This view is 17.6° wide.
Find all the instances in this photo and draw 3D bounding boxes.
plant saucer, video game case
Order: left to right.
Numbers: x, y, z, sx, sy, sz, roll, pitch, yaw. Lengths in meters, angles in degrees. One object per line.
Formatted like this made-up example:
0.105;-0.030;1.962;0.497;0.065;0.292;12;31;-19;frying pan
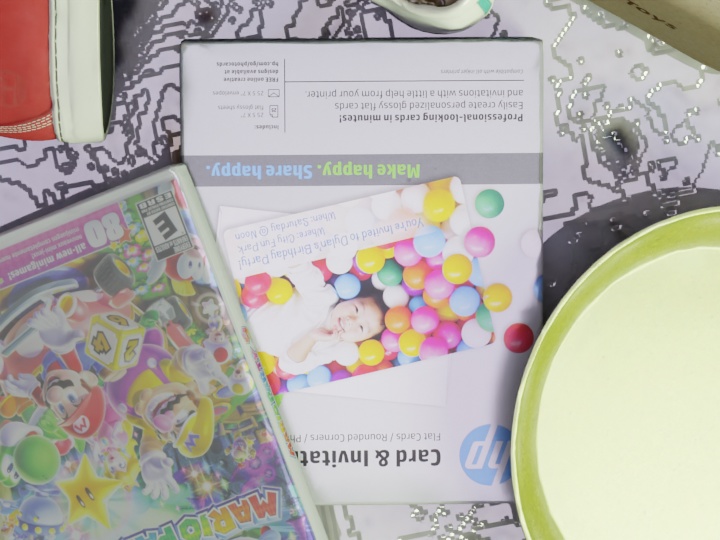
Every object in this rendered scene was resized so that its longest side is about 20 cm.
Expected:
-0.103;0.072;0.990;0.143;0.018;0.200;-21;91;16;video game case
0.153;0.070;1.005;0.200;0.031;0.200;-2;96;-17;plant saucer

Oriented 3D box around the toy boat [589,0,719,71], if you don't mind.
0.129;-0.172;0.948;0.200;0.131;0.131;28;88;-6;toy boat

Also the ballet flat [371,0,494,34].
-0.027;-0.164;0.971;0.200;0.069;0.069;31;94;-5;ballet flat

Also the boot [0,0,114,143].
-0.174;-0.150;0.952;0.144;0.072;0.200;3;111;0;boot

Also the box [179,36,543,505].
0.000;0.000;1.004;0.156;0.041;0.200;0;98;-2;box
